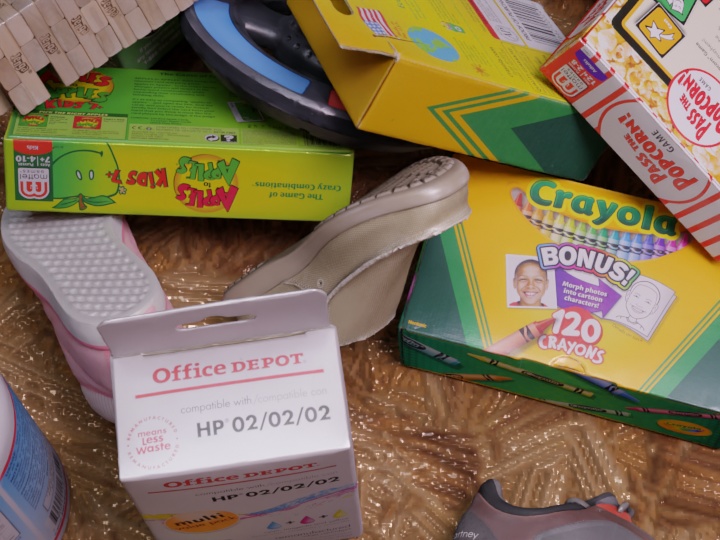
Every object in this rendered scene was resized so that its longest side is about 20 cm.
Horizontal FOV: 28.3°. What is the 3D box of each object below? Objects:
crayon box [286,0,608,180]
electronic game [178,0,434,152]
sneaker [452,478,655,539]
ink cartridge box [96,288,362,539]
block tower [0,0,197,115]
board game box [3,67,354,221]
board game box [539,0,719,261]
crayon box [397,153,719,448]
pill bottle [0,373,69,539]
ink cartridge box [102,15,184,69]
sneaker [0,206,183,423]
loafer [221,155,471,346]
[{"bbox_3d":[0.041,-0.124,0.815,0.198,0.051,0.128,10,37,-33],"label":"crayon box"},{"bbox_3d":[-0.015,-0.133,0.870,0.197,0.042,0.201,17,29,-10],"label":"electronic game"},{"bbox_3d":[0.143,0.158,0.761,0.197,0.077,0.083,16,60,9],"label":"sneaker"},{"bbox_3d":[-0.061,0.087,0.731,0.113,0.201,0.069,-8,64,-1],"label":"ink cartridge box"},{"bbox_3d":[-0.141,-0.167,0.826,0.199,0.058,0.054,-37,37,-11],"label":"block tower"},{"bbox_3d":[-0.107,-0.077,0.854,0.197,0.048,0.102,2,32,-7],"label":"board game box"},{"bbox_3d":[0.215,-0.130,0.821,0.152,0.046,0.200,46,62,-7],"label":"board game box"},{"bbox_3d":[0.132,0.016,0.835,0.197,0.058,0.120,14,66,9],"label":"crayon box"},{"bbox_3d":[-0.222,0.096,0.734,0.107,0.201,0.110,-1,64,2],"label":"pill bottle"},{"bbox_3d":[-0.150,-0.244,0.885,0.084,0.201,0.145,33,69,34],"label":"ink cartridge box"},{"bbox_3d":[-0.154,0.020,0.845,0.075,0.106,0.200,-25,36,-13],"label":"sneaker"},{"bbox_3d":[0.000,0.000,0.797,0.075,0.199,0.069,-34,92,-41],"label":"loafer"}]
